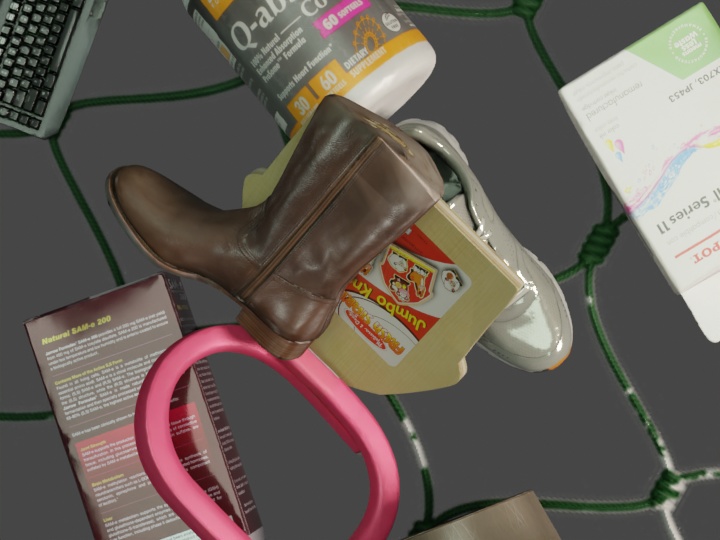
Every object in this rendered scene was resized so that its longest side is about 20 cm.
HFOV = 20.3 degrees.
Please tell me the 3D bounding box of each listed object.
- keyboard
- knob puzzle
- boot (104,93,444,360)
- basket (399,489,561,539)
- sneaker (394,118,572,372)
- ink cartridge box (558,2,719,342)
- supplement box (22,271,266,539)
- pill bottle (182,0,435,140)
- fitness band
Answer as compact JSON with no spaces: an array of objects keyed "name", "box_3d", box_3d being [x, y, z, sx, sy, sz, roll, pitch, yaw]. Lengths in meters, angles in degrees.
[{"name":"keyboard","box_3d":[-0.242,-0.207,1.436,0.126,0.021,0.202,20,91,7]},{"name":"knob puzzle","box_3d":[0.000,0.000,1.351,0.218,0.030,0.221,18,127,25]},{"name":"boot","box_3d":[-0.057,-0.058,1.292,0.186,0.064,0.200,38,133,0]},{"name":"basket","box_3d":[0.100,0.259,1.333,0.179,0.136,0.202,-20,83,2]},{"name":"sneaker","box_3d":[0.072,-0.015,1.357,0.075,0.092,0.201,-37,86,5]},{"name":"ink cartridge box","box_3d":[0.232,-0.063,1.349,0.117,0.067,0.201,-31,85,6]},{"name":"supplement box","box_3d":[-0.149,0.112,1.399,0.108,0.061,0.202,-18,88,6]},{"name":"pill bottle","box_3d":[-0.050,-0.182,1.363,0.116,0.116,0.200,-40,85,5]},{"name":"fitness band","box_3d":[-0.063,0.126,1.360,0.200,0.037,0.144,46,68,-9]}]
